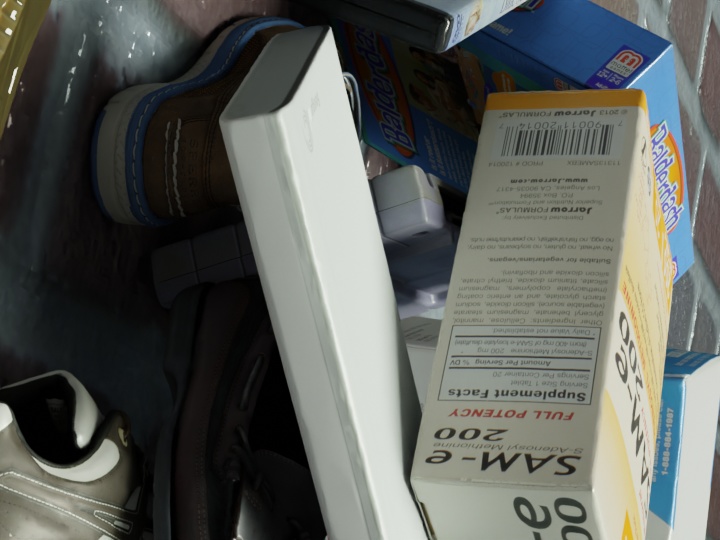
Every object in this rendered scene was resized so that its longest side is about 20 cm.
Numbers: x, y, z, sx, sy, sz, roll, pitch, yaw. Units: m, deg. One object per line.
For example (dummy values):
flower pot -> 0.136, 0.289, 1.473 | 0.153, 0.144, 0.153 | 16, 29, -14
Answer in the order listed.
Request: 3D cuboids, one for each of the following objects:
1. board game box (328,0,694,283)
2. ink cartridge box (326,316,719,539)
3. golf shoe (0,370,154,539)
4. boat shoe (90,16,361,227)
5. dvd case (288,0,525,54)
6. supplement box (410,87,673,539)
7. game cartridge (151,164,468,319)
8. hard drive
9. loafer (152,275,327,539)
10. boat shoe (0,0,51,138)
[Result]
board game box -> 0.068, -0.084, 0.902 | 0.045, 0.199, 0.153 | -42, 144, -20
ink cartridge box -> 0.082, 0.110, 0.999 | 0.145, 0.198, 0.149 | -9, 105, -71
golf shoe -> -0.096, 0.086, 0.680 | 0.200, 0.077, 0.095 | 11, 86, -71
boat shoe -> -0.039, -0.059, 0.793 | 0.200, 0.072, 0.073 | -45, 138, -60
dvd case -> 0.003, -0.140, 0.782 | 0.200, 0.142, 0.018 | -40, 149, -62
supplement box -> 0.083, 0.039, 0.768 | 0.126, 0.073, 0.201 | 70, 27, -49
game cartridge -> 0.000, 0.000, 0.844 | 0.200, 0.129, 0.039 | 18, 52, -69
hard drive -> -0.006, 0.022, 0.681 | 0.132, 0.026, 0.202 | -74, 152, -70
loafer -> -0.037, 0.073, 0.684 | 0.201, 0.062, 0.072 | -96, 162, -47
boat shoe -> -0.137, -0.068, 0.559 | 0.073, 0.063, 0.202 | 117, -8, -77
